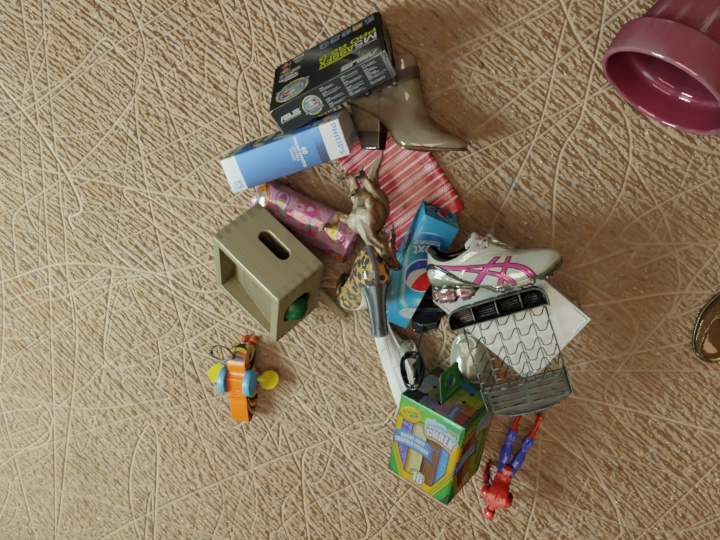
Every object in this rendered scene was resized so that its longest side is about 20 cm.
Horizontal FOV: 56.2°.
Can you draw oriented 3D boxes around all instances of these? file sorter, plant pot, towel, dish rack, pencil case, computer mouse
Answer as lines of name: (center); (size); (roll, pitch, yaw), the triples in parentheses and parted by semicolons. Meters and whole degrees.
file sorter: (0.242, 0.046, 1.093); (0.200, 0.125, 0.139); (40, 109, 1)
plant pot: (0.469, -0.317, 0.934); (0.199, 0.200, 0.180); (35, 92, 2)
towel: (0.066, -0.147, 1.139); (0.144, 0.022, 0.201); (-33, 94, 16)
dish rack: (0.232, 0.129, 1.023); (0.152, 0.055, 0.202); (-17, 99, 18)
pencil case: (-0.094, -0.090, 1.157); (0.198, 0.087, 0.088); (27, 107, 5)
computer mouse: (0.106, 0.113, 1.123); (0.058, 0.201, 0.034); (2, 143, 25)

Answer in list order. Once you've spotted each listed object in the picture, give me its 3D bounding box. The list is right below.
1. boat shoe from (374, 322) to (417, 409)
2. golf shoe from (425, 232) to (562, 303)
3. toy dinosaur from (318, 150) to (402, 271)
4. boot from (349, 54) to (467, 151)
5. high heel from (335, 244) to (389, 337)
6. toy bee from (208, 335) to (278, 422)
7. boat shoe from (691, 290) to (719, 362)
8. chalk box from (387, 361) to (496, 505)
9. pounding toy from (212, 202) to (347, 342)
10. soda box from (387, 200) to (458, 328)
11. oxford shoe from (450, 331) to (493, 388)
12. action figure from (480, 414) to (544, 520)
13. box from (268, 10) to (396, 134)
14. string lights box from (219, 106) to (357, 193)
boat shoe: (0.072, 0.157, 1.189); (0.068, 0.072, 0.202); (-19, 96, 1)
golf shoe: (0.192, -0.013, 0.987); (0.198, 0.073, 0.093); (-12, 99, 17)
toy dinosaur: (0.020, -0.090, 1.093); (0.135, 0.202, 0.086); (33, 142, -27)
boot: (0.076, -0.265, 1.070); (0.198, 0.070, 0.148); (5, 97, 13)
high heel: (0.000, 0.000, 1.072); (0.071, 0.200, 0.144); (-13, 116, -15)
toy bee: (-0.212, 0.180, 1.248); (0.130, 0.109, 0.201); (22, 132, -2)
boat shoe: (0.589, 0.063, 1.052); (0.071, 0.068, 0.202); (24, 108, 4)
chalk box: (0.139, 0.251, 1.114); (0.123, 0.124, 0.202); (25, 120, 30)
pounding toy: (-0.128, 0.015, 1.140); (0.200, 0.142, 0.185); (42, 153, 15)
soda box: (0.090, -0.009, 1.126); (0.064, 0.068, 0.201); (22, 114, -8)
oxford shoe: (0.195, 0.207, 1.178); (0.074, 0.058, 0.203); (-1, 102, 14)
action figure: (0.261, 0.342, 1.199); (0.065, 0.099, 0.202); (23, 85, 9)
box: (-0.045, -0.311, 1.052); (0.198, 0.161, 0.044); (-23, 127, 17)
string lights box: (-0.109, -0.190, 1.066); (0.198, 0.103, 0.059); (-17, 110, 13)
